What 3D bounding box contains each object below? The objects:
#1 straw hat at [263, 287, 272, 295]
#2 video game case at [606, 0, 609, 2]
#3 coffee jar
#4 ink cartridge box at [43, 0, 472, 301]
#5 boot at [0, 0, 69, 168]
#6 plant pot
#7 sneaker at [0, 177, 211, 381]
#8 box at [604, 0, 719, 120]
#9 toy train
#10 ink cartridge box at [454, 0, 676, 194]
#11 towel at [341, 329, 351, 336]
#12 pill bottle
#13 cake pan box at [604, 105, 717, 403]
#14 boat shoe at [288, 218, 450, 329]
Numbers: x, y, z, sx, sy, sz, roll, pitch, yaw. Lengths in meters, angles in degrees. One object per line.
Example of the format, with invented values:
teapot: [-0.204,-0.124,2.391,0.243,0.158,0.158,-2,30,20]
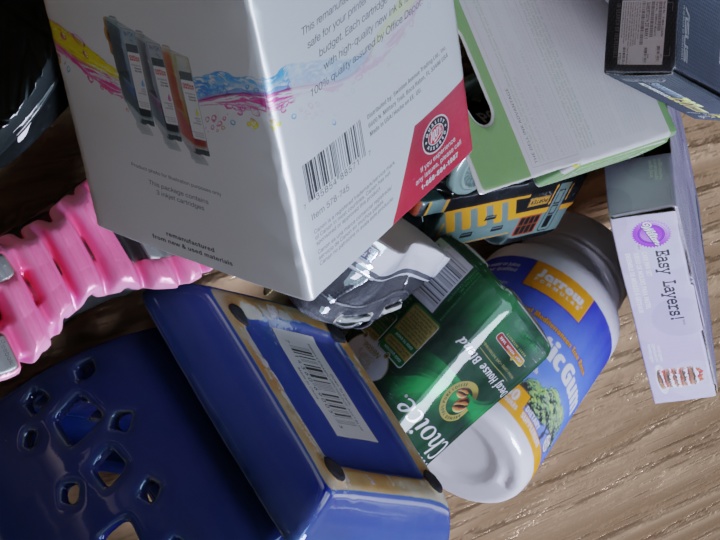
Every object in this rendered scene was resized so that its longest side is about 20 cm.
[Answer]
straw hat: [-0.046,-0.086,1.348,0.202,0.085,0.201,-61,-176,8]
video game case: [0.185,-0.246,1.519,0.200,0.023,0.184,29,67,-58]
coffee jar: [0.019,0.080,1.508,0.200,0.085,0.104,-44,140,-2]
ink cartridge box: [-0.051,-0.120,1.151,0.145,0.144,0.201,-41,137,-36]
boot: [-0.129,-0.112,1.240,0.199,0.073,0.162,-59,148,-4]
plant pot: [-0.077,0.124,1.350,0.180,0.201,0.200,-42,154,18]
sneaker: [-0.157,-0.006,1.282,0.199,0.095,0.080,-27,98,-27]
box: [0.208,-0.204,1.488,0.157,0.051,0.202,15,79,-61]
toy train: [0.076,-0.066,1.551,0.199,0.085,0.115,-14,138,-47]
ink cartridge box: [0.096,-0.124,1.470,0.199,0.147,0.048,-19,174,-44]
towel: [-0.032,0.095,1.589,0.132,0.034,0.201,-40,143,-27]
pill bottle: [0.110,0.053,1.649,0.200,0.111,0.113,-53,151,-35]
cake pan box: [0.204,-0.041,1.648,0.052,0.185,0.201,-10,137,10]
boat shoe: [0.000,0.000,1.390,0.068,0.072,0.200,-55,175,9]
